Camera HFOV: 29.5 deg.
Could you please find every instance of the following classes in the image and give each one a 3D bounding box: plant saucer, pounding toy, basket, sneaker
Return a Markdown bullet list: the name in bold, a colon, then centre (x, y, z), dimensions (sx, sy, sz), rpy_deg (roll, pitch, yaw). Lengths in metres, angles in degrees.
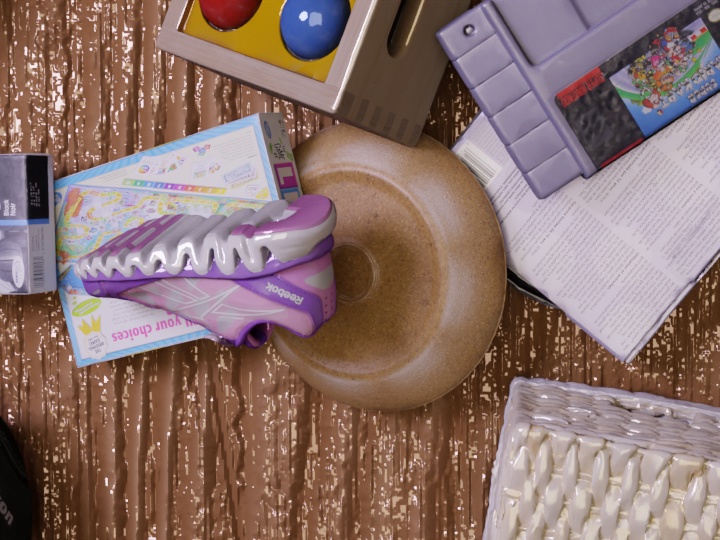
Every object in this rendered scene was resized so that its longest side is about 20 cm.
- **plant saucer**: centre (0.000, 0.000, 0.923), dimensions (0.199, 0.035, 0.201), rpy_deg (4, 99, 27)
- **pounding toy**: centre (-0.035, -0.212, 0.872), dimensions (0.184, 0.142, 0.201), rpy_deg (24, 95, 32)
- **basket**: centre (0.172, 0.189, 0.870), dimensions (0.197, 0.161, 0.201), rpy_deg (10, 97, 9)
- **sneaker**: centre (-0.096, 0.010, 0.877), dimensions (0.199, 0.080, 0.089), rpy_deg (-4, 114, 31)

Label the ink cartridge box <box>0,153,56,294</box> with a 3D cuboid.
- **ink cartridge box**: centre (-0.313, -0.033, 0.988), dimensions (0.199, 0.039, 0.100), rpy_deg (0, 94, 22)

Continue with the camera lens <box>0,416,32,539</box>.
- **camera lens**: centre (-0.344, 0.175, 0.962), dimensions (0.199, 0.160, 0.161), rpy_deg (-11, 91, 11)

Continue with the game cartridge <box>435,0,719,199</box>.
- **game cartridge**: centre (0.163, -0.148, 0.851), dimensions (0.200, 0.038, 0.130), rpy_deg (-34, 94, 2)

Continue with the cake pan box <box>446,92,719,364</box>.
- **cake pan box**: centre (0.164, -0.066, 0.912), dimensions (0.184, 0.052, 0.200), rpy_deg (38, 99, 8)

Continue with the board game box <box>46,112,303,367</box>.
- **board game box**: centre (-0.127, -0.018, 0.947), dimensions (0.199, 0.034, 0.135), rpy_deg (-14, 90, 28)
